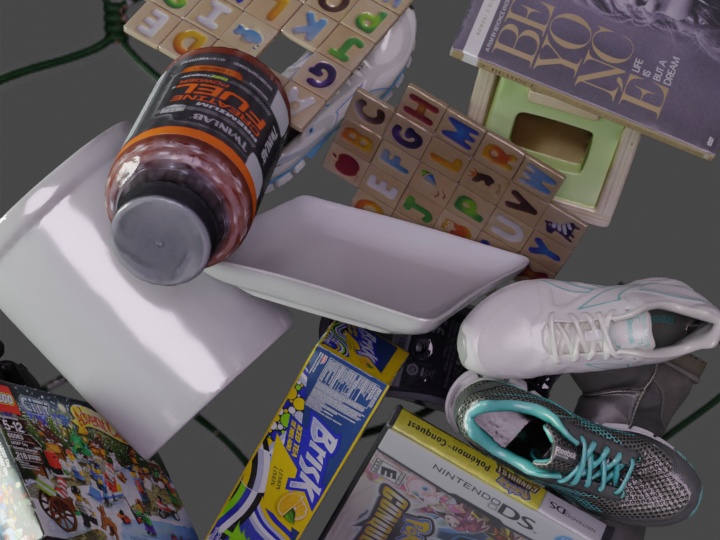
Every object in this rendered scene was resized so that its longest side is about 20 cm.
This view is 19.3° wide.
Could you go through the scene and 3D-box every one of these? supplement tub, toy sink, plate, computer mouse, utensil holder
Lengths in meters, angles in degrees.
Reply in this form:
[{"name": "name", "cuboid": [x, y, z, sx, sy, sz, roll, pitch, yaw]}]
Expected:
[{"name": "supplement tub", "cuboid": [-0.116, -0.071, 1.488, 0.107, 0.200, 0.107, 5, 123, 8]}, {"name": "toy sink", "cuboid": [0.154, -0.149, 1.565, 0.130, 0.112, 0.200, 17, 131, 1]}, {"name": "plate", "cuboid": [0.000, 0.000, 1.554, 0.200, 0.200, 0.032, 16, 109, 21]}, {"name": "computer mouse", "cuboid": [0.058, 0.071, 1.643, 0.200, 0.053, 0.139, 20, 86, -11]}, {"name": "utensil holder", "cuboid": [-0.169, 0.017, 1.587, 0.170, 0.170, 0.200, -43, 89, -1]}]

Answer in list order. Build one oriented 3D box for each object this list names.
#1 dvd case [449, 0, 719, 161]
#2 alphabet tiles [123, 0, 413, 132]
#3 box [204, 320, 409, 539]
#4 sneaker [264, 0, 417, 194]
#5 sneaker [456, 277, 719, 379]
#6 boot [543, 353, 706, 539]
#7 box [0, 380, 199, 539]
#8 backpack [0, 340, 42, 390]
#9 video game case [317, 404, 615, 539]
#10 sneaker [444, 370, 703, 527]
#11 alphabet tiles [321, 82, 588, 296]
[{"name": "dvd case", "cuboid": [0.181, -0.180, 1.498, 0.200, 0.016, 0.149, 22, 71, 2]}, {"name": "alphabet tiles", "cuboid": [-0.080, -0.209, 1.631, 0.200, 0.008, 0.167, 31, 62, 15]}, {"name": "box", "cuboid": [-0.042, 0.135, 1.592, 0.064, 0.070, 0.200, 32, 114, 2]}, {"name": "sneaker", "cuboid": [-0.030, -0.138, 1.632, 0.075, 0.087, 0.200, 43, 88, 4]}, {"name": "sneaker", "cuboid": [0.169, 0.040, 1.529, 0.200, 0.080, 0.071, -8, 98, -15]}, {"name": "boot", "cuboid": [0.162, 0.131, 1.610, 0.182, 0.073, 0.200, 26, 89, -14]}, {"name": "box", "cuboid": [-0.205, 0.156, 1.547, 0.038, 0.200, 0.137, -37, 63, 18]}, {"name": "backpack", "cuboid": [-0.287, 0.166, 1.601, 0.126, 0.167, 0.200, -33, 91, 18]}, {"name": "video game case", "cuboid": [0.070, 0.205, 1.576, 0.181, 0.200, 0.026, 30, 48, 2]}, {"name": "sneaker", "cuboid": [0.151, 0.137, 1.529, 0.200, 0.091, 0.078, 21, 96, 4]}, {"name": "alphabet tiles", "cuboid": [0.069, -0.058, 1.599, 0.200, 0.167, 0.006, 31, 54, 2]}]
